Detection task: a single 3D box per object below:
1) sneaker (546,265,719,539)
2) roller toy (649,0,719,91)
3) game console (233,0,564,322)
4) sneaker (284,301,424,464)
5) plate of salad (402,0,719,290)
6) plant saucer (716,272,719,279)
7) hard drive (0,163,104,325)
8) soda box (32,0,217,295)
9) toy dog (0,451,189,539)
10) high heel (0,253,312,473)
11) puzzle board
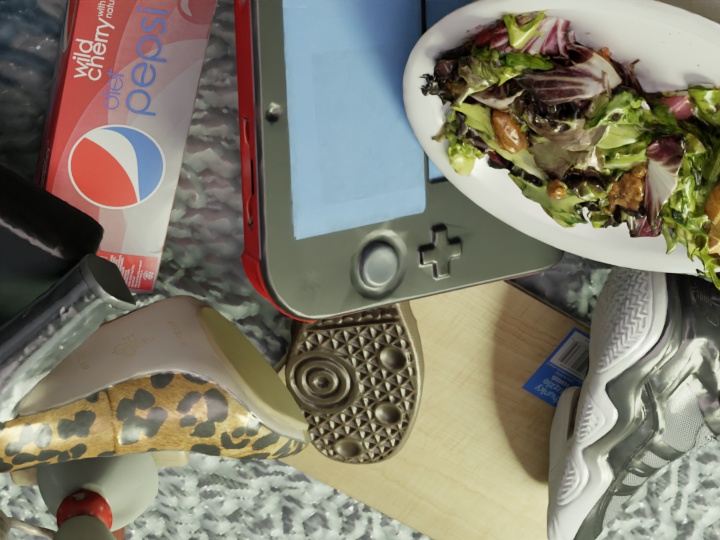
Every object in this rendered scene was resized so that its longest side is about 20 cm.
[{"bbox_3d":[0.160,0.080,1.418,0.113,0.076,0.200,10,135,-4],"label":"sneaker"},{"bbox_3d":[0.176,-0.170,1.233,0.200,0.140,0.182,-42,98,18],"label":"roller toy"},{"bbox_3d":[0.023,-0.084,1.291,0.176,0.031,0.201,-10,108,-28],"label":"game console"},{"bbox_3d":[0.000,0.000,1.380,0.070,0.076,0.201,3,124,12],"label":"sneaker"},{"bbox_3d":[0.112,-0.050,1.230,0.199,0.048,0.200,14,150,9],"label":"plate of salad"},{"bbox_3d":[0.256,-0.043,1.362,0.199,0.035,0.201,-21,150,-12],"label":"plant saucer"},{"bbox_3d":[-0.227,0.005,1.328,0.139,0.033,0.200,31,137,-17],"label":"hard drive"},{"bbox_3d":[-0.109,-0.092,1.310,0.063,0.070,0.201,8,122,-11],"label":"soda box"},{"bbox_3d":[-0.132,0.130,1.388,0.131,0.200,0.097,4,120,19],"label":"toy dog"},{"bbox_3d":[-0.121,0.074,1.337,0.142,0.072,0.200,-38,140,15],"label":"high heel"},{"bbox_3d":[0.054,0.070,1.474,0.200,0.017,0.151,29,114,-24],"label":"puzzle board"}]
